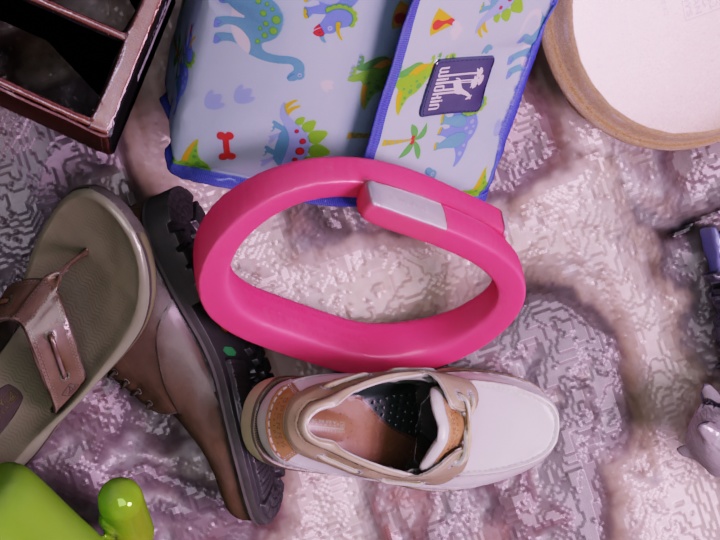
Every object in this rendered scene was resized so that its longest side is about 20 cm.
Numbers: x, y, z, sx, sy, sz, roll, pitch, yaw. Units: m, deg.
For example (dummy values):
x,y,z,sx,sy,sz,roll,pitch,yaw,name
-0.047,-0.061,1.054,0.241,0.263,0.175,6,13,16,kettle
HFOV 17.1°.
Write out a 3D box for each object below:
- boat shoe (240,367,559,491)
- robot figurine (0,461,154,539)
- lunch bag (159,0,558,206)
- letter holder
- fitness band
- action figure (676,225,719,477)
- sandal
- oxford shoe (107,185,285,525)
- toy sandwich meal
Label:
x,y,z,sx,sy,sz,roll,pitch,yaw,name
0.035,0.092,1.361,0.199,0.068,0.075,-1,90,-28,boat shoe
-0.187,0.189,1.338,0.200,0.116,0.176,46,70,-13,robot figurine
0.001,-0.127,1.336,0.199,0.128,0.171,10,119,-14,lunch bag
-0.181,-0.140,1.300,0.141,0.200,0.101,23,88,-5,letter holder
0.000,0.000,1.339,0.199,0.143,0.038,21,45,-36,fitness band
0.270,0.059,1.397,0.192,0.105,0.201,-21,94,-15,action figure
-0.180,0.045,1.341,0.080,0.057,0.202,37,109,12,sandal
-0.101,0.057,1.384,0.084,0.073,0.201,-20,95,18,oxford shoe
0.187,-0.172,1.397,0.204,0.070,0.207,-5,109,-15,toy sandwich meal
